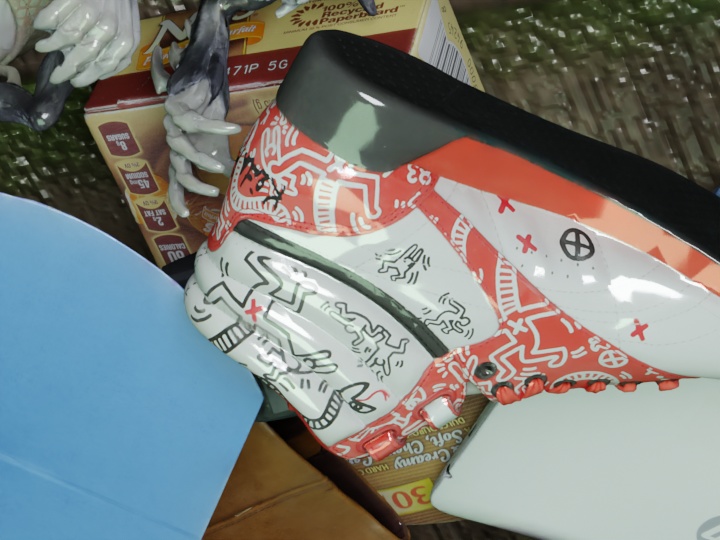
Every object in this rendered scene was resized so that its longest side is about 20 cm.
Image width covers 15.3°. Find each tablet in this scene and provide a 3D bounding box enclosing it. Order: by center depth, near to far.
[{"bbox_3d":[0.136,0.074,0.895,0.200,0.014,0.130,18,139,-11],"label":"tablet"}]

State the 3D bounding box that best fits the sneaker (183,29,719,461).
[{"bbox_3d":[0.047,0.015,0.801,0.201,0.067,0.108,24,112,-17],"label":"sneaker"}]

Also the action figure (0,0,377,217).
[{"bbox_3d":[-0.066,-0.075,0.785,0.200,0.102,0.119,-20,144,18],"label":"action figure"}]

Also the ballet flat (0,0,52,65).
[{"bbox_3d":[-0.158,-0.069,0.893,0.067,0.062,0.200,37,133,-26],"label":"ballet flat"}]

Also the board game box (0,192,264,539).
[{"bbox_3d":[-0.119,0.045,0.864,0.158,0.039,0.200,23,126,-2],"label":"board game box"}]

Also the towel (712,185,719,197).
[{"bbox_3d":[0.190,-0.041,0.814,0.111,0.049,0.200,26,133,-7],"label":"towel"}]

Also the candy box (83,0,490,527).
[{"bbox_3d":[0.000,0.000,0.908,0.115,0.055,0.200,-7,128,22],"label":"candy box"}]

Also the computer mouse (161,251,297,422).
[{"bbox_3d":[-0.069,0.023,0.884,0.200,0.034,0.059,-10,109,25],"label":"computer mouse"}]

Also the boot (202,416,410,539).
[{"bbox_3d":[-0.072,0.124,0.974,0.200,0.069,0.188,-26,119,17],"label":"boot"}]
